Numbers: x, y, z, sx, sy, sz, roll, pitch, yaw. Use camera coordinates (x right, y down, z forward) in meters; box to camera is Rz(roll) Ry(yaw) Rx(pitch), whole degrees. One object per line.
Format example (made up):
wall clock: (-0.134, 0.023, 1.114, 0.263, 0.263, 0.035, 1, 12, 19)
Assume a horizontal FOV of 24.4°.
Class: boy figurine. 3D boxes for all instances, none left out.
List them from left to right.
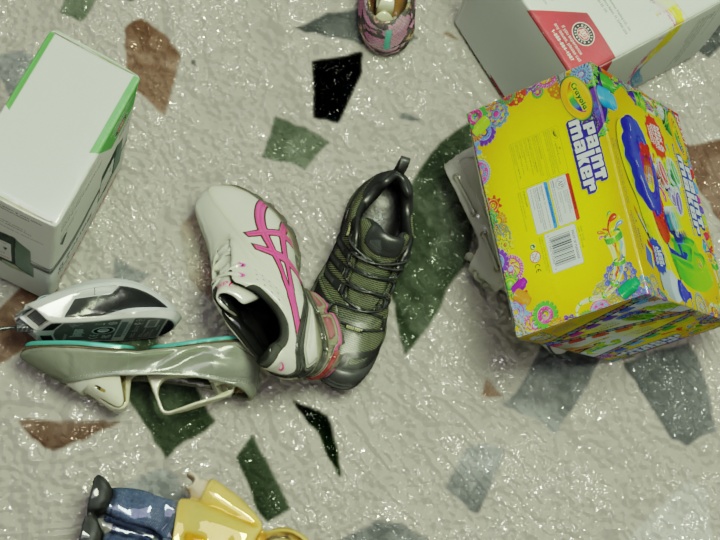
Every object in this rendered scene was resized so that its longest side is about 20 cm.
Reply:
boy figurine: (-0.127, 0.229, 1.345, 0.199, 0.064, 0.125, 15, 67, -1)

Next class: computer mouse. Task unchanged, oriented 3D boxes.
computer mouse: (-0.248, 0.032, 1.380, 0.199, 0.110, 0.044, -1, 70, -20)

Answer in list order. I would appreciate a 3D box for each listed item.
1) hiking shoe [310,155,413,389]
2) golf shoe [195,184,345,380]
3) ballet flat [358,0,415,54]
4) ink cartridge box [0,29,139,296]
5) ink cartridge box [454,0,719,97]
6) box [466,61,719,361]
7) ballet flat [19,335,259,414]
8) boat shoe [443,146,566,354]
hiking shoe: (0.000, 0.000, 1.423, 0.075, 0.101, 0.201, 14, 70, -4)
golf shoe: (-0.090, 0.003, 1.394, 0.073, 0.092, 0.200, -46, 62, 24)
ballet flat: (0.028, -0.301, 1.546, 0.069, 0.071, 0.201, 3, 71, -7)
ink cartridge box: (-0.253, -0.080, 1.356, 0.084, 0.200, 0.146, 27, 69, -3)
ink cartridge box: (0.217, -0.243, 1.519, 0.199, 0.145, 0.146, -28, 77, -17)
box: (0.204, -0.043, 1.411, 0.122, 0.192, 0.201, -21, 72, 28)
ballet flat: (-0.182, 0.088, 1.383, 0.199, 0.067, 0.064, -1, 80, -9)
boat shoe: (0.128, -0.015, 1.474, 0.070, 0.071, 0.201, -23, 86, 17)
